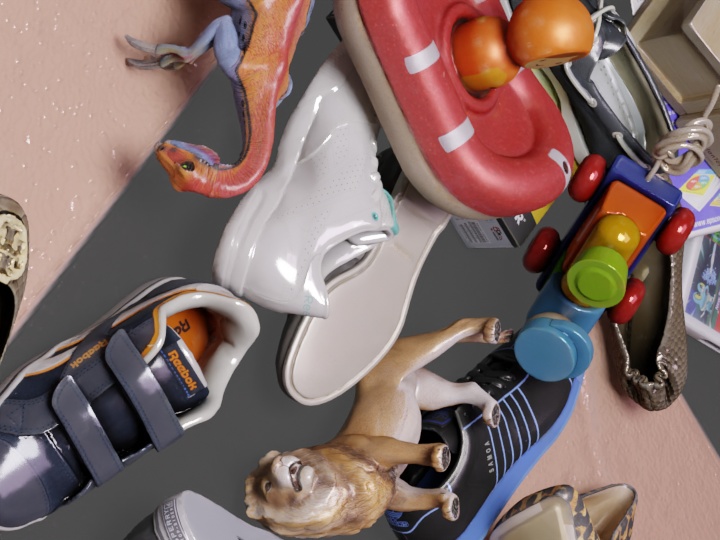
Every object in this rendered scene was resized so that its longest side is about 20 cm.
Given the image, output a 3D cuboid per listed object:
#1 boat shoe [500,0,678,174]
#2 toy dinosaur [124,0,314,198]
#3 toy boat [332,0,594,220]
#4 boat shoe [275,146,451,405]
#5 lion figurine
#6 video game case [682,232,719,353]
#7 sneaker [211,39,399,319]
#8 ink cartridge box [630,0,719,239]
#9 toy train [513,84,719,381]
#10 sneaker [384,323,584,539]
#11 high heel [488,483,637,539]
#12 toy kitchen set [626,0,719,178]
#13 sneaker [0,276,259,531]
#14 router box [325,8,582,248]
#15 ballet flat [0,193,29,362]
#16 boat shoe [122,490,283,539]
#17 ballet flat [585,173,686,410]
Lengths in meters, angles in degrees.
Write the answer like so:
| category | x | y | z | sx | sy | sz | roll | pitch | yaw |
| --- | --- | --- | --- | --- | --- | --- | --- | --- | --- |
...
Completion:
| category | x | y | z | sx | sy | sz | roll | pitch | yaw |
| --- | --- | --- | --- | --- | --- | --- | --- | --- | --- |
| boat shoe | 0.152 | -0.147 | 1.421 | 0.076 | 0.060 | 0.200 | -52 | 123 | -31 |
| toy dinosaur | -0.068 | -0.136 | 1.231 | 0.105 | 0.200 | 0.182 | 12 | 49 | -28 |
| toy boat | 0.080 | -0.130 | 1.291 | 0.200 | 0.131 | 0.131 | 64 | 35 | -21 |
| boat shoe | 0.000 | 0.000 | 1.360 | 0.067 | 0.057 | 0.200 | 43 | 68 | -29 |
| lion figurine | 0.014 | 0.096 | 1.349 | 0.200 | 0.122 | 0.073 | -56 | 139 | -48 |
| video game case | 0.313 | -0.025 | 1.675 | 0.182 | 0.023 | 0.200 | 29 | 72 | -40 |
| sneaker | -0.010 | -0.055 | 1.303 | 0.075 | 0.088 | 0.200 | 97 | 18 | -63 |
| ink cartridge box | 0.276 | -0.135 | 1.599 | 0.198 | 0.043 | 0.200 | -13 | 96 | -33 |
| toy train | 0.165 | -0.023 | 1.376 | 0.085 | 0.200 | 0.116 | 31 | 40 | 1 |
| sneaker | 0.080 | 0.097 | 1.419 | 0.200 | 0.070 | 0.078 | -58 | 133 | -26 |
| high heel | 0.150 | 0.157 | 1.439 | 0.143 | 0.071 | 0.200 | -48 | 161 | -28 |
| toy kitchen set | 0.332 | -0.159 | 1.515 | 0.200 | 0.163 | 0.181 | 47 | 64 | -22 |
| sneaker | -0.139 | 0.070 | 1.205 | 0.200 | 0.079 | 0.079 | -46 | 121 | -32 |
| router box | 0.083 | -0.139 | 1.432 | 0.157 | 0.052 | 0.200 | -52 | 123 | -31 |
| ballet flat | -0.215 | 0.056 | 1.132 | 0.067 | 0.046 | 0.200 | 27 | 81 | -45 |
| boat shoe | -0.074 | 0.190 | 1.281 | 0.200 | 0.057 | 0.069 | 43 | 20 | -47 |
| ballet flat | 0.196 | 0.006 | 1.523 | 0.046 | 0.067 | 0.200 | -42 | 127 | -63 |
